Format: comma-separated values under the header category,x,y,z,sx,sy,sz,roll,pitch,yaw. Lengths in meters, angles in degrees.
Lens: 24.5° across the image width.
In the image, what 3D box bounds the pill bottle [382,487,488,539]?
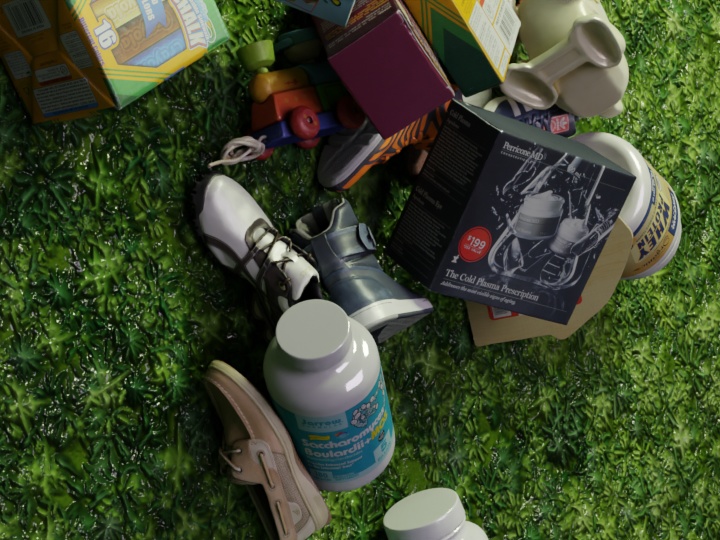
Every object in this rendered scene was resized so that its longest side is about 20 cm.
category,x,y,z,sx,sy,sz,roll,pitch,yaw
pill bottle,0.096,0.337,1.748,0.112,0.112,0.201,-36,112,-44

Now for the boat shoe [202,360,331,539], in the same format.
category,x,y,z,sx,sy,sz,roll,pitch,yaw
boat shoe,-0.100,0.178,1.578,0.064,0.071,0.200,-36,106,-20

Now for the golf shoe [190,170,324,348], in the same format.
category,x,y,z,sx,sy,sz,roll,pitch,yaw
golf shoe,-0.085,-0.015,1.600,0.078,0.094,0.200,-51,120,-37

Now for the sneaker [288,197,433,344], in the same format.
category,x,y,z,sx,sy,sz,roll,pitch,yaw
sneaker,0.001,-0.001,1.707,0.147,0.077,0.202,60,12,11

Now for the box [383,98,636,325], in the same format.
category,x,y,z,sx,sy,sz,roll,pitch,yaw
box,0.158,-0.060,1.754,0.199,0.104,0.183,14,106,-35

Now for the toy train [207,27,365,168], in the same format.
category,x,y,z,sx,sy,sz,roll,pitch,yaw
toy train,-0.093,-0.173,1.625,0.200,0.085,0.116,-18,88,-48

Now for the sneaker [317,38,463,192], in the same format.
category,x,y,z,sx,sy,sz,roll,pitch,yaw
sneaker,0.047,-0.138,1.747,0.200,0.077,0.112,-50,124,-13

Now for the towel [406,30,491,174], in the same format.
category,x,y,z,sx,sy,sz,roll,pitch,yaw
towel,0.098,-0.216,1.845,0.144,0.023,0.201,-18,114,-48

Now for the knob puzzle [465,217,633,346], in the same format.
category,x,y,z,sx,sy,sz,roll,pitch,yaw
knob puzzle,0.209,-0.020,1.873,0.030,0.219,0.221,-43,121,-76

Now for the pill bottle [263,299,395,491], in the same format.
category,x,y,z,sx,sy,sz,roll,pitch,yaw
pill bottle,-0.031,0.116,1.579,0.200,0.110,0.111,77,34,-50

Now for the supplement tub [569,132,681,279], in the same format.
category,x,y,z,sx,sy,sz,roll,pitch,yaw
supplement tub,0.299,-0.070,1.975,0.200,0.144,0.145,28,64,-61

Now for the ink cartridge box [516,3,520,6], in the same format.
category,x,y,z,sx,sy,sz,roll,pitch,yaw
ink cartridge box,0.172,-0.394,1.944,0.160,0.047,0.201,-34,109,-57

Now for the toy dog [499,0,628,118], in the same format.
category,x,y,z,sx,sy,sz,roll,pitch,yaw
toy dog,0.241,-0.285,1.895,0.194,0.139,0.201,26,41,-33

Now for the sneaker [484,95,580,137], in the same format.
category,x,y,z,sx,sy,sz,roll,pitch,yaw
sneaker,0.199,-0.168,1.910,0.200,0.084,0.075,-45,136,-53

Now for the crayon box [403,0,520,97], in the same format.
category,x,y,z,sx,sy,sz,roll,pitch,yaw
crayon box,0.091,-0.298,1.733,0.200,0.051,0.126,55,32,-27

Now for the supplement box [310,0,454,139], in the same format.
category,x,y,z,sx,sy,sz,roll,pitch,yaw
supplement box,0.014,-0.232,1.663,0.110,0.085,0.200,53,10,-30

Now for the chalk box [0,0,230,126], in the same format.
category,x,y,z,sx,sy,sz,roll,pitch,yaw
chalk box,-0.210,-0.228,1.462,0.200,0.125,0.124,-39,114,-42

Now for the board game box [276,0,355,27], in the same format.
category,x,y,z,sx,sy,sz,roll,pitch,yaw
board game box,-0.083,-0.329,1.555,0.199,0.105,0.103,21,64,-3
